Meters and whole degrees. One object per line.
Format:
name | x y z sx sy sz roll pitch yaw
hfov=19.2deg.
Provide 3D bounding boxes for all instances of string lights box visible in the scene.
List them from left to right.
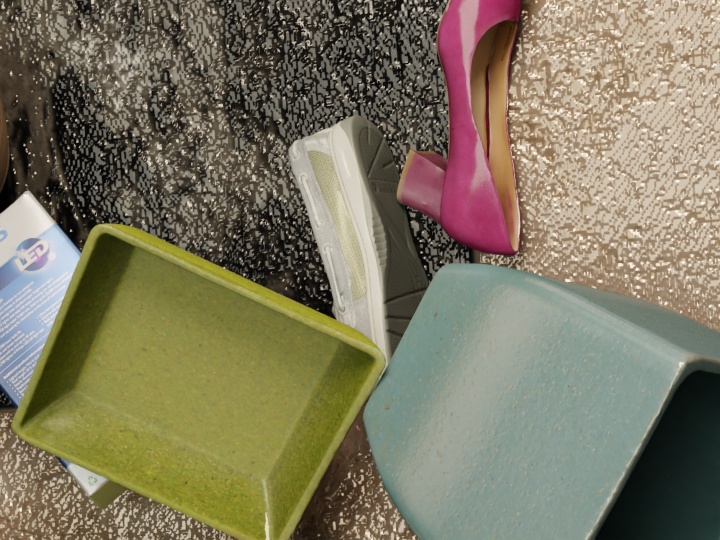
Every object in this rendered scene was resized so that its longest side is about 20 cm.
string lights box | -0.207 0.055 1.493 0.103 0.059 0.200 -39 76 -8

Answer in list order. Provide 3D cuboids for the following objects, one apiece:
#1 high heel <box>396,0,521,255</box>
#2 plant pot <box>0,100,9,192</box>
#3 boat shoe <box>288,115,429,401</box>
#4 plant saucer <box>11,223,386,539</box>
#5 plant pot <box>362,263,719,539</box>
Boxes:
high heel | 0.094 -0.113 1.394 0.096 0.067 0.200 28 115 30
plant pot | -0.320 -0.083 1.539 0.201 0.093 0.201 -14 65 33
boat shoe | -0.001 -0.001 1.433 0.065 0.074 0.202 -18 78 28
plant saucer | -0.103 0.068 1.380 0.200 0.048 0.200 25 128 -4
plant pot | 0.121 0.097 1.322 0.200 0.196 0.196 33 102 32
